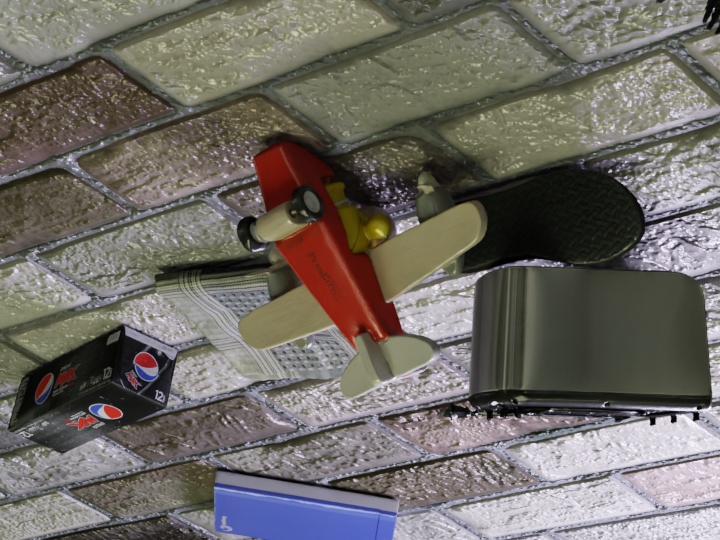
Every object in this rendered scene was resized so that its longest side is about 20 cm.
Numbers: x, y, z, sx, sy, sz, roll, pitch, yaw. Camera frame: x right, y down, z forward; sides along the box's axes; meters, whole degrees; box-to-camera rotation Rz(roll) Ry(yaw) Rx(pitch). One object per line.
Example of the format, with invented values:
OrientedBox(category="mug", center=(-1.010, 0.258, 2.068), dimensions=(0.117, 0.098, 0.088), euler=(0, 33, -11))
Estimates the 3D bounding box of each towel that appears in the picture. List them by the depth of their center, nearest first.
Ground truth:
OrientedBox(category="towel", center=(-0.067, 0.053, 2.053), dimensions=(0.191, 0.035, 0.200), euler=(-5, 149, 25))

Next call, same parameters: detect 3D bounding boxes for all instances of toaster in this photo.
OrientedBox(category="toaster", center=(0.176, 0.064, 1.832), dimensions=(0.199, 0.119, 0.181), euler=(2, 174, -6))

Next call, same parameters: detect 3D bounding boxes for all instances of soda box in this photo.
OrientedBox(category="soda box", center=(-0.264, 0.120, 2.209), dimensions=(0.071, 0.064, 0.200), euler=(27, 148, -30))

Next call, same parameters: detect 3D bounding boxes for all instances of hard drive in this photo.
OrientedBox(category="hard drive", center=(-0.061, 0.270, 2.460), dimensions=(0.199, 0.026, 0.132), euler=(9, 152, 1))

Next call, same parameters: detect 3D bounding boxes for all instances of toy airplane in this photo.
OrientedBox(category="toy airplane", center=(0.000, 0.000, 1.823), dimensions=(0.199, 0.141, 0.200), euler=(17, 122, 15))

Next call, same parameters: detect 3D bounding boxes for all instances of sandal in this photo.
OrientedBox(category="sandal", center=(0.147, -0.038, 1.795), dimensions=(0.200, 0.076, 0.048), euler=(-5, 175, 39))

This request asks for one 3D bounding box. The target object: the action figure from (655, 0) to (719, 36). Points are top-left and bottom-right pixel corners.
OrientedBox(category="action figure", center=(0.275, -0.205, 1.398), dimensions=(0.119, 0.102, 0.200), euler=(35, 146, -19))
